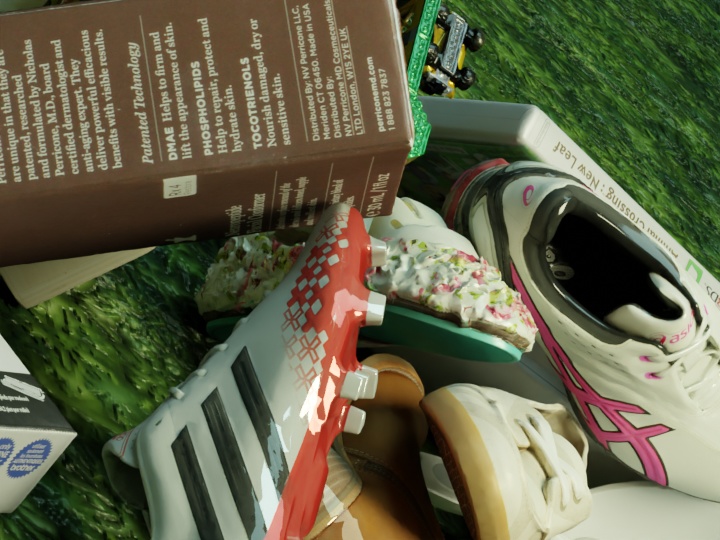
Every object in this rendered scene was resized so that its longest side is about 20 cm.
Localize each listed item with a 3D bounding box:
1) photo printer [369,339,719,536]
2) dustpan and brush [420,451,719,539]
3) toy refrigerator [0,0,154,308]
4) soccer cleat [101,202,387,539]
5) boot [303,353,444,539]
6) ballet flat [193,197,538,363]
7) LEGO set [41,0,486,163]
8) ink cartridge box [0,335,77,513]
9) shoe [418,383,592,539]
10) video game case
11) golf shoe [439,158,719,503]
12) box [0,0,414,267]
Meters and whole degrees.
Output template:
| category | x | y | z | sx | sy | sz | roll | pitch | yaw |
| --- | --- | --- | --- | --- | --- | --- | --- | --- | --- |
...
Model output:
| category | x | y | z | sx | sy | sz | roll | pitch | yaw |
| --- | --- | --- | --- | --- | --- | --- | --- | --- | --- |
| photo printer | 0.094 | 0.050 | 1.242 | 0.200 | 0.070 | 0.166 | 37 | -15 | -15 |
| dustpan and brush | 0.099 | 0.129 | 1.153 | 0.199 | 0.057 | 0.140 | 19 | 50 | 27 |
| toy refrigerator | -0.126 | -0.072 | 1.124 | 0.200 | 0.070 | 0.076 | -97 | 161 | -63 |
| soccer cleat | -0.043 | 0.054 | 0.927 | 0.085 | 0.069 | 0.201 | 12 | 58 | 5 |
| boot | 0.020 | 0.115 | 1.042 | 0.156 | 0.077 | 0.200 | 52 | 9 | 8 |
| ballet flat | 0.000 | 0.000 | 1.108 | 0.075 | 0.064 | 0.199 | 27 | -16 | -38 |
| LEGO set | -0.060 | -0.108 | 1.101 | 0.199 | 0.116 | 0.155 | 26 | 55 | -28 |
| ink cartridge box | -0.186 | 0.031 | 0.847 | 0.094 | 0.044 | 0.200 | 48 | 19 | 24 |
| shoe | 0.061 | 0.072 | 1.045 | 0.200 | 0.053 | 0.070 | 29 | 37 | -84 |
| video game case | 0.065 | -0.024 | 1.249 | 0.199 | 0.022 | 0.182 | 8 | -26 | 51 |
| golf shoe | 0.118 | 0.034 | 1.114 | 0.200 | 0.073 | 0.092 | 42 | -10 | -19 |
| box | -0.084 | -0.052 | 0.964 | 0.100 | 0.198 | 0.076 | 103 | -20 | -77 |
